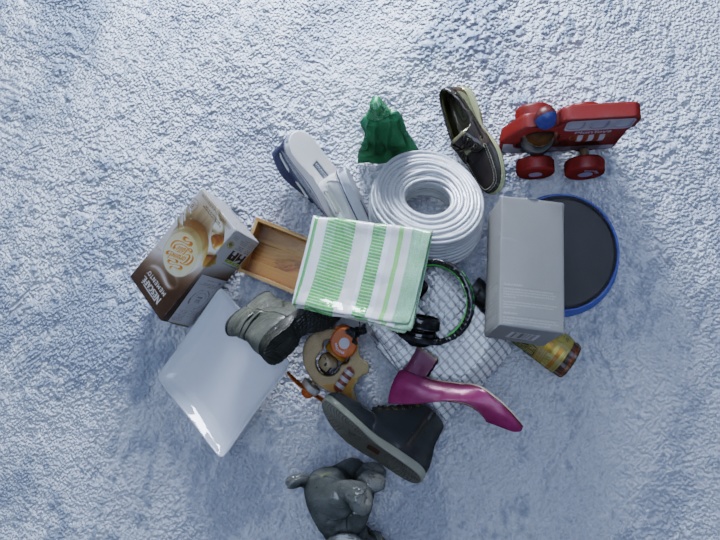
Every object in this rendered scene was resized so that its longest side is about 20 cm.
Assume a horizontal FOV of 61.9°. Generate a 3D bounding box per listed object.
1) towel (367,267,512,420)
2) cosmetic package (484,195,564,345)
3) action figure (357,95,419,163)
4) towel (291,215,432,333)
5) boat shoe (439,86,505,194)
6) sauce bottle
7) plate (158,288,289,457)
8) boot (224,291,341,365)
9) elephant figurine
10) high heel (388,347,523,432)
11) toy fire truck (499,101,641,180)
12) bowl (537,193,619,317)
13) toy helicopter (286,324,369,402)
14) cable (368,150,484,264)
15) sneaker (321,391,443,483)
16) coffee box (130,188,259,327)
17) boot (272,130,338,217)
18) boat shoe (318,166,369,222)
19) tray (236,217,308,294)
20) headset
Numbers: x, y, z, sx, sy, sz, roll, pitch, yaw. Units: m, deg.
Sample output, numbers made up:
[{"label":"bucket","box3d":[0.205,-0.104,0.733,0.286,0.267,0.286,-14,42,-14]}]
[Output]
[{"label":"towel","box3d":[0.125,0.112,0.981,0.165,0.086,0.201,-44,80,2]},{"label":"cosmetic package","box3d":[0.249,-0.001,0.916,0.103,0.091,0.207,8,71,-2]},{"label":"action figure","box3d":[0.038,-0.228,0.981,0.114,0.200,0.057,-11,79,5]},{"label":"towel","box3d":[0.000,0.000,0.899,0.193,0.023,0.158,9,78,20]},{"label":"boat shoe","box3d":[0.181,-0.220,1.017,0.063,0.073,0.206,-6,67,-35]},{"label":"sauce bottle","box3d":[0.259,0.088,0.973,0.197,0.066,0.067,36,88,13]},{"label":"plate","box3d":[-0.232,0.172,1.028,0.199,0.032,0.202,40,95,24]},{"label":"boot","box3d":[-0.119,0.060,0.984,0.198,0.069,0.129,-34,41,-29]},{"label":"elephant figurine","box3d":[-0.016,0.415,0.941,0.151,0.140,0.208,4,98,37]},{"label":"high heel","box3d":[0.138,0.205,0.892,0.197,0.068,0.098,30,80,25]},{"label":"toy fire truck","box3d":[0.322,-0.223,0.955,0.192,0.168,0.117,1,81,8]},{"label":"bowl","box3d":[0.328,-0.027,0.991,0.193,0.039,0.209,-1,82,9]},{"label":"toy helicopter","box3d":[-0.038,0.198,0.998,0.129,0.079,0.206,-24,91,-3]},{"label":"cable","box3d":[0.109,-0.104,0.976,0.194,0.070,0.203,20,56,11]},{"label":"sneaker","box3d":[0.036,0.238,0.963,0.198,0.075,0.107,36,54,0]},{"label":"coffee box","box3d":[-0.287,-0.019,1.041,0.114,0.079,0.201,43,96,24]},{"label":"boot","box3d":[-0.074,-0.148,1.059,0.072,0.090,0.203,-41,104,-27]},{"label":"boat shoe","box3d":[-0.012,-0.065,1.004,0.068,0.071,0.205,-23,101,11]},{"label":"tray","box3d":[-0.110,-0.010,1.056,0.194,0.037,0.102,21,86,12]},{"label":"headset","box3d":[0.074,0.060,0.903,0.195,0.093,0.128,-22,80,23]}]
